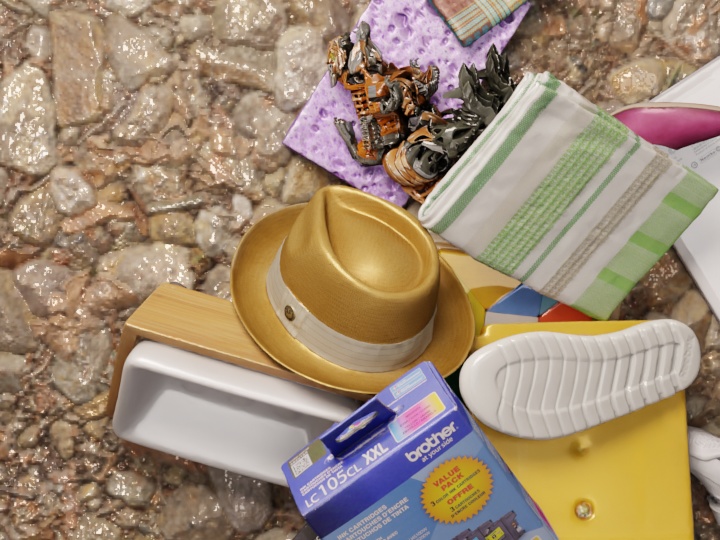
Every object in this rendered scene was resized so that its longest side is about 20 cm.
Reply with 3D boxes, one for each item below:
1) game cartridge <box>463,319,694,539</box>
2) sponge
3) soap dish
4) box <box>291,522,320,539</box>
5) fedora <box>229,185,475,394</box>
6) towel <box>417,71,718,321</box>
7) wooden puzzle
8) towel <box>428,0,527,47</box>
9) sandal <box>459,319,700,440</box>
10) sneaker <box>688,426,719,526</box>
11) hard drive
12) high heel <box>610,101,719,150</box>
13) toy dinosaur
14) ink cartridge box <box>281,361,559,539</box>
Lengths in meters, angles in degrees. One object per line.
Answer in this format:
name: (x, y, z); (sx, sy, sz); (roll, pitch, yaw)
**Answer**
game cartridge: (0.170, 0.140, 1.343); (0.175, 0.032, 0.201); (-1, 80, -5)
sponge: (0.036, -0.156, 1.362); (0.111, 0.030, 0.201); (32, 93, -5)
soap dish: (-0.091, 0.091, 1.324); (0.199, 0.158, 0.082); (17, 58, -4)
box: (-0.009, 0.218, 1.345); (0.036, 0.143, 0.200); (41, 93, 25)
fedora: (0.000, 0.000, 1.281); (0.199, 0.201, 0.082); (13, 133, -4)
towel: (0.157, -0.053, 1.294); (0.199, 0.031, 0.149); (27, 114, -33)
wooden puzzle: (0.117, 0.051, 1.384); (0.184, 0.037, 0.201); (6, 95, -3)
towel: (0.116, -0.290, 1.337); (0.200, 0.022, 0.147); (-38, 92, -7)
sandal: (0.166, 0.083, 1.315); (0.202, 0.050, 0.083); (-5, 95, -19)
sneaker: (0.314, 0.219, 1.390); (0.200, 0.075, 0.115); (36, 91, -9)
hard drive: (0.304, -0.063, 1.386); (0.132, 0.025, 0.201); (-32, 96, 1)
high heel: (0.199, -0.080, 1.337); (0.199, 0.067, 0.097); (-3, 92, 24)
toy dinosaur: (0.057, -0.107, 1.320); (0.135, 0.102, 0.200); (-30, 117, 25)
ink cartridge box: (0.038, 0.163, 1.232); (0.136, 0.076, 0.200); (-36, 118, 2)
